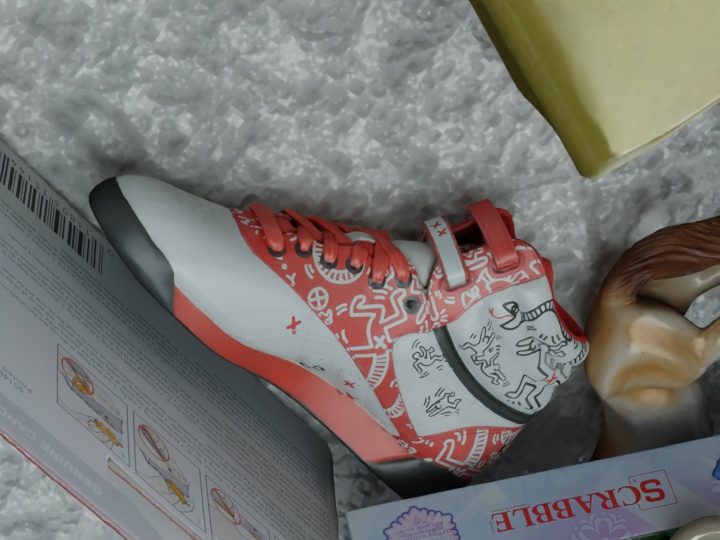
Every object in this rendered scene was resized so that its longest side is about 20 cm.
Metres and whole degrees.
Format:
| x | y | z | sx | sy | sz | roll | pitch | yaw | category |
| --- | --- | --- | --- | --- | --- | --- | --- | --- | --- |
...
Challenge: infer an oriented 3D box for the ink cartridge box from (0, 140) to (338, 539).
| x | y | z | sx | sy | sz | roll | pitch | yaw | category |
| --- | --- | --- | --- | --- | --- | --- | --- | --- | --- |
| -0.082 | 0.063 | 0.684 | 0.045 | 0.176 | 0.200 | -38 | 116 | 15 | ink cartridge box |

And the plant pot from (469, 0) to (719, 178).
| x | y | z | sx | sy | sz | roll | pitch | yaw | category |
| --- | --- | --- | --- | --- | --- | --- | --- | --- | --- |
| 0.085 | -0.178 | 0.602 | 0.194 | 0.196 | 0.200 | -34 | 101 | 7 | plant pot |

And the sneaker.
| x | y | z | sx | sy | sz | roll | pitch | yaw | category |
| --- | --- | --- | --- | --- | --- | --- | --- | --- | --- |
| 0.000 | 0.000 | 0.734 | 0.108 | 0.067 | 0.201 | -44 | 119 | 10 | sneaker |

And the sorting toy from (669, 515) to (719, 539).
| x | y | z | sx | sy | sz | roll | pitch | yaw | category |
| --- | --- | --- | --- | --- | --- | --- | --- | --- | --- |
| 0.177 | 0.201 | 0.754 | 0.200 | 0.036 | 0.185 | 27 | 130 | 4 | sorting toy |

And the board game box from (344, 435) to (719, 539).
| x | y | z | sx | sy | sz | roll | pitch | yaw | category |
| --- | --- | --- | --- | --- | --- | --- | --- | --- | --- |
| 0.098 | 0.152 | 0.801 | 0.199 | 0.041 | 0.200 | -11 | 138 | -6 | board game box |

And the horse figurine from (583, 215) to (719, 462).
| x | y | z | sx | sy | sz | roll | pitch | yaw | category |
| --- | --- | --- | --- | --- | --- | --- | --- | --- | --- |
| 0.138 | 0.049 | 0.786 | 0.132 | 0.050 | 0.200 | -7 | 127 | 8 | horse figurine |
